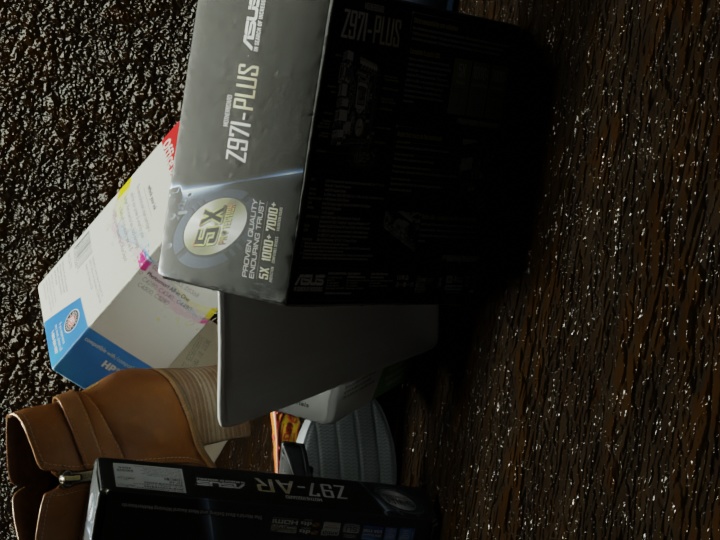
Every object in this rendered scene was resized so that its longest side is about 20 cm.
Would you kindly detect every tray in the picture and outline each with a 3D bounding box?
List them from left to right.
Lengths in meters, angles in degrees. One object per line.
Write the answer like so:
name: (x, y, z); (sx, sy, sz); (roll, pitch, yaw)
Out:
tray: (-0.021, 0.016, 1.356); (0.200, 0.022, 0.108); (-19, -64, -48)

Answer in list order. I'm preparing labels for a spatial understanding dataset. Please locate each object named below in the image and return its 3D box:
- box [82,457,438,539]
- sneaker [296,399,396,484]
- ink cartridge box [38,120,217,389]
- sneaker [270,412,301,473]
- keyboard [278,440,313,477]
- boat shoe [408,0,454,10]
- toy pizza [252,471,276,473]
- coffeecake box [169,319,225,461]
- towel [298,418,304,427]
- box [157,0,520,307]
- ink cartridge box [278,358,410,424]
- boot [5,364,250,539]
box: (-0.067, 0.197, 1.349); (0.044, 0.199, 0.161); (-113, 33, -67)
sneaker: (-0.021, 0.178, 1.528); (0.071, 0.073, 0.201); (133, 145, -62)
ink cartridge box: (-0.125, -0.018, 1.539); (0.200, 0.067, 0.116); (-48, 28, 15)
sneaker: (-0.041, 0.134, 1.816); (0.077, 0.073, 0.201); (91, -175, -51)
keyboard: (-0.047, 0.201, 1.473); (0.127, 0.021, 0.201); (-116, 29, -61)
boat shoe: (0.020, -0.137, 1.619); (0.084, 0.068, 0.201); (-164, 83, -84)
toy pizza: (-0.067, 0.238, 1.581); (0.032, 0.200, 0.201); (1, 79, 41)
coffeecake box: (-0.138, 0.116, 1.641); (0.154, 0.073, 0.200); (-59, 4, -9)
towel: (-0.036, 0.086, 1.666); (0.147, 0.022, 0.201); (104, 149, -68)
box: (-0.008, -0.067, 1.245); (0.200, 0.086, 0.165); (0, -80, -58)
ink cartridge box: (-0.013, -0.019, 1.475); (0.145, 0.084, 0.201); (-24, -54, -67)
boot: (-0.125, 0.158, 1.382); (0.077, 0.155, 0.201); (-11, 90, 53)
